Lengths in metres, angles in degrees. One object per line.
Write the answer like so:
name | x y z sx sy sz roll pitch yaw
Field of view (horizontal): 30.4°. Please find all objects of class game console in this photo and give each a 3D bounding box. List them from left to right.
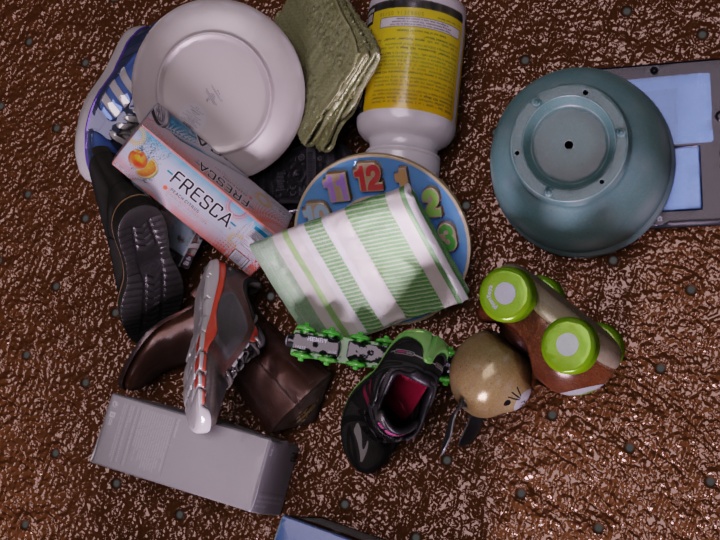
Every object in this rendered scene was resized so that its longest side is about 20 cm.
game console | 0.318 -0.134 1.422 0.197 0.031 0.179 -3 78 16

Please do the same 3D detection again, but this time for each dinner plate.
dinner plate | -0.160 -0.197 1.467 0.197 0.024 0.203 2 105 8

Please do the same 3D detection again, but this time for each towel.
towel | -0.047 -0.242 1.493 0.149 0.036 0.201 -55 45 29
towel | 0.000 0.000 1.421 0.198 0.023 0.153 -20 115 26

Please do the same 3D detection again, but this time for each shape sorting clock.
shape sorting clock | 0.022 -0.031 1.433 0.197 0.039 0.203 6 112 15

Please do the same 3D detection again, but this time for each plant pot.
plant pot | 0.221 -0.120 1.367 0.197 0.134 0.203 -1 85 16

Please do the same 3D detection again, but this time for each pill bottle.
pill bottle | 0.054 -0.200 1.467 0.111 0.112 0.203 3 79 16

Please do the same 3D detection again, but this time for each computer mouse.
computer mouse | -0.094 -0.128 1.534 0.198 0.046 0.142 -12 73 20

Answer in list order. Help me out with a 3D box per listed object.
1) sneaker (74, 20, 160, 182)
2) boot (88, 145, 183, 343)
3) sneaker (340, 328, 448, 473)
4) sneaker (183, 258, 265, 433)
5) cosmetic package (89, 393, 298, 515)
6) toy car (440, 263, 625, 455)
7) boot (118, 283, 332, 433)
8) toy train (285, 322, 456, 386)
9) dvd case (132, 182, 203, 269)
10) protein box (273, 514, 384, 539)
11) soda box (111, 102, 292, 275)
sneaker | -0.236 -0.186 1.520 0.145 0.080 0.202 15 80 36
boot | -0.262 -0.032 1.517 0.077 0.202 0.139 -14 43 -24
sneaker | 0.026 0.146 1.381 0.076 0.084 0.201 22 129 -3
sneaker | -0.140 0.081 1.424 0.081 0.077 0.202 14 60 -16
cosmetic package | -0.179 0.201 1.455 0.198 0.107 0.091 16 83 20
toy car | 0.154 0.111 1.357 0.157 0.164 0.201 40 100 19
boot | -0.150 0.126 1.487 0.186 0.064 0.200 -46 75 1
toy train | 0.017 0.092 1.435 0.197 0.056 0.042 9 82 7
dvd case | -0.207 -0.122 1.548 0.145 0.022 0.202 31 95 32
protein box | -0.003 0.376 1.352 0.198 0.135 0.201 16 84 18
soda box | -0.171 -0.088 1.458 0.199 0.069 0.064 40 116 -13
